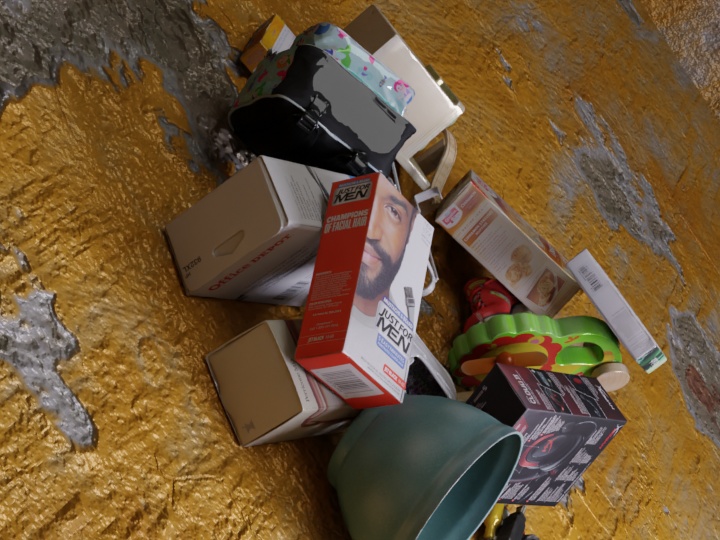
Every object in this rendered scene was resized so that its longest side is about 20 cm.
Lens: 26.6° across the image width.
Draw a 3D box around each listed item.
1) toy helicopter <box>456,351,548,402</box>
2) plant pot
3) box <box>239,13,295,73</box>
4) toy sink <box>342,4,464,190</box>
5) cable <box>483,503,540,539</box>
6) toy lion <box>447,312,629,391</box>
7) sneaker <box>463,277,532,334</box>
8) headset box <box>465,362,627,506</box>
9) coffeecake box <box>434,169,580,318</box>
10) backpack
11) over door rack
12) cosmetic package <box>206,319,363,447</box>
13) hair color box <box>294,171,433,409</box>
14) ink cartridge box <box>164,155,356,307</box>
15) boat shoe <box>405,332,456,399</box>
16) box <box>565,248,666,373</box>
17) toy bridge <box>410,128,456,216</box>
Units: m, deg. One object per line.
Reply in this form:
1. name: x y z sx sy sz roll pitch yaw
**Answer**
1. toy helicopter: 0.143 0.151 1.788 0.198 0.133 0.079 1 29 -39
2. plant pot: 0.051 0.204 1.525 0.134 0.202 0.200 37 20 22
3. box: -0.064 -0.216 1.894 0.201 0.041 0.119 51 21 -16
4. toy sink: 0.054 -0.226 1.973 0.200 0.112 0.131 48 8 -28
5. cable: 0.151 0.332 1.711 0.098 0.050 0.200 59 38 -19
6. toy lion: 0.214 0.104 1.871 0.192 0.198 0.069 53 22 -53
7. sneaker: 0.161 0.051 1.977 0.085 0.077 0.200 53 16 6
8. headset box: 0.180 0.187 1.713 0.199 0.149 0.075 10 35 -42
9. coffeecake box: 0.195 -0.034 2.021 0.200 0.073 0.154 43 11 -4
10. backpack: -0.048 -0.175 1.704 0.177 0.199 0.152 36 66 -20
11. over door rack: 0.045 -0.082 1.826 0.201 0.066 0.149 -84 155 -50
12. cosmetic package: -0.051 0.109 1.537 0.199 0.087 0.104 -2 64 -59
13. hair color box: 0.007 0.020 1.491 0.111 0.063 0.202 42 48 -43
14. ink cartridge box: -0.081 -0.036 1.575 0.199 0.144 0.084 8 54 -56
15. boat shoe: 0.036 0.095 1.660 0.201 0.072 0.069 53 4 -22
16. box: 0.317 0.053 1.872 0.145 0.036 0.200 56 9 16
17. toy bridge: 0.100 -0.154 2.080 0.027 0.067 0.201 40 32 -29
